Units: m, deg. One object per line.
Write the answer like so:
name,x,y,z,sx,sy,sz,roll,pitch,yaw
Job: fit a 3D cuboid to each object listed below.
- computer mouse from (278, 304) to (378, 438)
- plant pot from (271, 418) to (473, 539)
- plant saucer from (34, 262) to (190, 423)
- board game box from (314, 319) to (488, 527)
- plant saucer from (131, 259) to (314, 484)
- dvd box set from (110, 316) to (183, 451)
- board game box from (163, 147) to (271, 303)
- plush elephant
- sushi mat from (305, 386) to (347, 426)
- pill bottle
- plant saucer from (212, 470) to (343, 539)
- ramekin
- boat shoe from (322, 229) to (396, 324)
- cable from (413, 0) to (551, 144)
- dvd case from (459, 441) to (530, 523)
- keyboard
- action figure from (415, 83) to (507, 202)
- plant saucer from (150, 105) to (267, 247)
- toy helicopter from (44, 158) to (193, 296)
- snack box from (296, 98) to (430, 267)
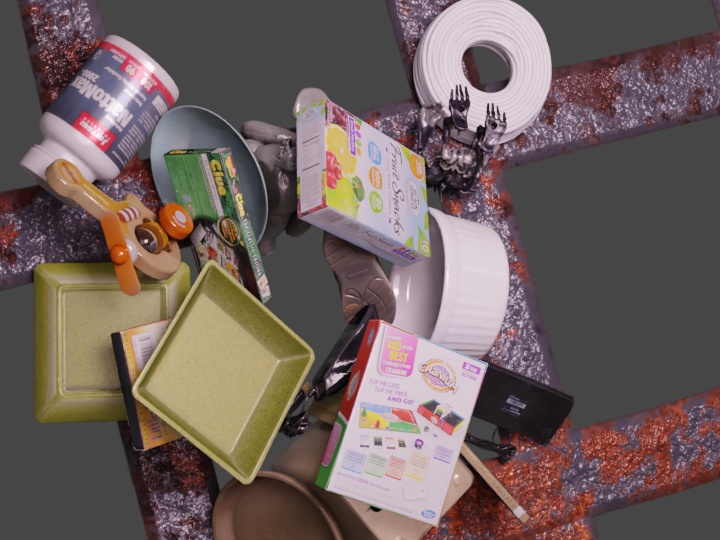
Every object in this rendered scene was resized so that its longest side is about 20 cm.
computer mouse,-0.036,0.139,1.442,0.046,0.140,0.201,36,69,-8
plant pot,0.031,0.260,1.424,0.200,0.177,0.200,-43,95,-13
plant saucer,-0.313,0.089,1.425,0.197,0.048,0.203,-1,84,-13
board game box,0.050,0.178,1.310,0.152,0.040,0.202,23,81,-20
plant saucer,-0.173,0.127,1.385,0.200,0.048,0.201,44,57,-26
dvd box set,-0.208,0.127,1.409,0.198,0.029,0.148,-15,94,-42
board game box,-0.180,-0.055,1.417,0.023,0.104,0.202,-35,120,-43
plush elephant,-0.072,-0.139,1.458,0.154,0.199,0.166,-25,88,-35
sushi mat,-0.007,0.157,1.417,0.012,0.200,0.096,40,77,-18
pill bottle,-0.332,-0.183,1.420,0.119,0.120,0.201,36,78,-6
plant saucer,-0.099,0.339,1.406,0.029,0.199,0.202,-29,90,-57
ramekin,0.114,0.025,1.459,0.096,0.200,0.204,7,83,-18
boat shoe,0.000,0.000,1.465,0.073,0.074,0.202,-13,131,3
cable,0.173,-0.278,1.564,0.199,0.069,0.201,-36,92,-13
dvd case,0.135,0.236,1.462,0.016,0.149,0.200,-42,94,-3
keyboard,0.190,0.193,1.503,0.199,0.021,0.128,24,105,-34
action figure,0.128,-0.166,1.488,0.117,0.200,0.103,20,65,-8
plant saucer,-0.183,-0.117,1.427,0.039,0.200,0.202,-35,92,-44
toy helicopter,-0.299,-0.057,1.358,0.079,0.133,0.200,-36,119,27
snack box,0.005,-0.103,1.371,0.199,0.053,0.144,25,56,-46
